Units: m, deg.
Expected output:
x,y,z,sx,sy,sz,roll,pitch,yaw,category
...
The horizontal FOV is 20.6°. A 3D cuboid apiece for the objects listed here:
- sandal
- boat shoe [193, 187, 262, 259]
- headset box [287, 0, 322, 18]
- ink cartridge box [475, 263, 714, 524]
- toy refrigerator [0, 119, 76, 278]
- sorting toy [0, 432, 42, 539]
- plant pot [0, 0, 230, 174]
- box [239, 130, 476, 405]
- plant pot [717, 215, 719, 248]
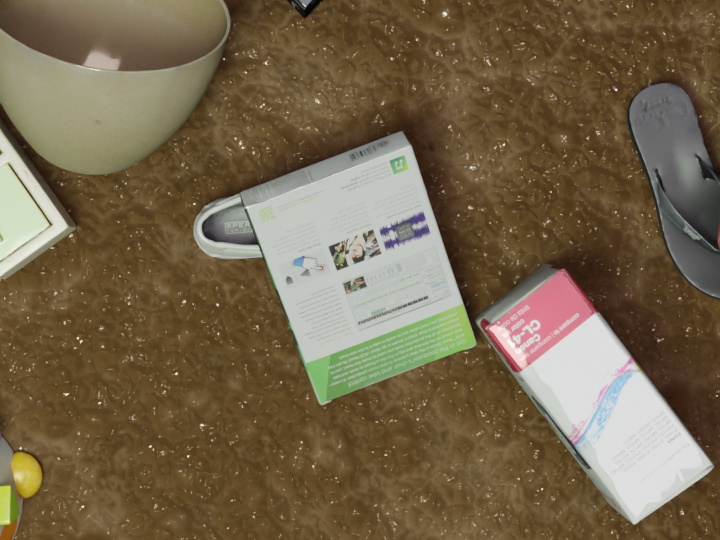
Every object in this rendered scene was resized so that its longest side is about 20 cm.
x,y,z,sx,sy,sz,roll,pitch,yaw,category
0.280,-0.061,1.670,0.076,0.043,0.201,-28,91,-1,sandal
-0.041,-0.048,1.650,0.199,0.066,0.072,-4,91,-1,boat shoe
-0.066,-0.333,1.641,0.200,0.075,0.149,44,89,-2,headset box
0.186,0.097,1.618,0.085,0.148,0.200,-36,91,0,ink cartridge box
-0.325,-0.096,1.641,0.076,0.070,0.200,-35,92,-1,toy refrigerator
-0.341,0.159,1.589,0.107,0.180,0.200,-38,92,0,sorting toy
-0.213,-0.158,1.601,0.199,0.201,0.135,12,126,-2,plant pot
0.000,0.000,1.626,0.144,0.036,0.201,-20,118,-2,box
0.398,-0.091,1.594,0.199,0.200,0.183,12,76,-2,plant pot
